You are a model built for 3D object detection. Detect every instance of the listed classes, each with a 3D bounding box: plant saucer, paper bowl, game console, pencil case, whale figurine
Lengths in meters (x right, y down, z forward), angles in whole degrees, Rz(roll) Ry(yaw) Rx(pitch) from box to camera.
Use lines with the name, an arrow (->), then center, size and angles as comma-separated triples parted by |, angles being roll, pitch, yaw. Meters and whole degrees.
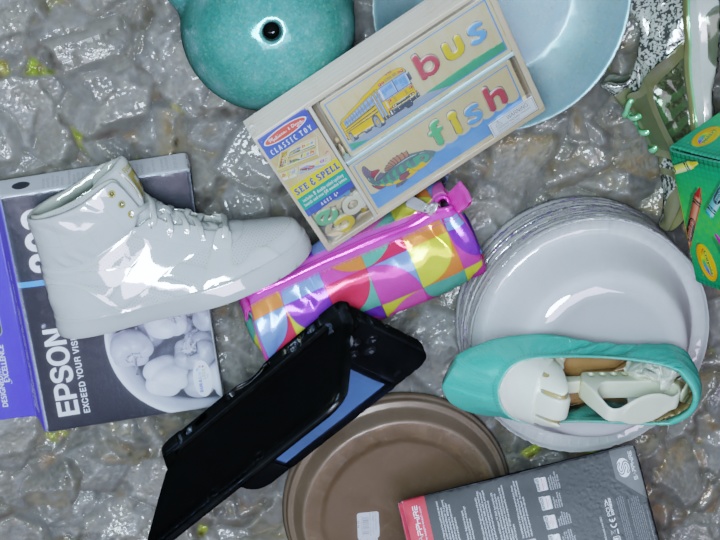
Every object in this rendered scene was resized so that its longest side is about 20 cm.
plant saucer -> 0.104, -0.207, 1.131 | 0.198, 0.039, 0.204 | -3, 110, -9
paper bowl -> 0.180, 0.051, 1.201 | 0.198, 0.105, 0.203 | -3, 111, -8
game console -> -0.050, 0.130, 1.132 | 0.199, 0.117, 0.175 | -38, 142, 20
pencil case -> 0.000, 0.000, 1.164 | 0.198, 0.088, 0.089 | -27, 111, 1
whale figurine -> -0.068, -0.213, 1.066 | 0.157, 0.104, 0.203 | -3, 107, -5
plant saucer -> 0.033, 0.200, 1.269 | 0.197, 0.030, 0.203 | -3, 111, -8

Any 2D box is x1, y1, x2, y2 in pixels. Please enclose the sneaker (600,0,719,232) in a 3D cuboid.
sneaker -> 0.231, -0.131, 1.172 | 0.087, 0.077, 0.203 | 3, 106, 10

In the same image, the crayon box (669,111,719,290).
crayon box -> 0.331, -0.083, 1.154 | 0.199, 0.058, 0.120 | -33, 121, -25

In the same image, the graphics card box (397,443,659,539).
graphics card box -> 0.140, 0.224, 1.209 | 0.198, 0.051, 0.127 | -16, 76, 6

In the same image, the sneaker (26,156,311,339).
sneaker -> -0.141, -0.031, 1.092 | 0.198, 0.074, 0.117 | -17, 114, -5

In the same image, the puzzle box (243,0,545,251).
puzzle box -> 0.028, -0.113, 1.088 | 0.199, 0.026, 0.133 | -33, 135, 1

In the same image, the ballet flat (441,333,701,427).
ballet flat -> 0.162, 0.086, 1.116 | 0.197, 0.071, 0.068 | -1, 111, -8

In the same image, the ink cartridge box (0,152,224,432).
ink cartridge box -> -0.215, 0.023, 1.160 | 0.197, 0.043, 0.201 | -9, 111, -5
